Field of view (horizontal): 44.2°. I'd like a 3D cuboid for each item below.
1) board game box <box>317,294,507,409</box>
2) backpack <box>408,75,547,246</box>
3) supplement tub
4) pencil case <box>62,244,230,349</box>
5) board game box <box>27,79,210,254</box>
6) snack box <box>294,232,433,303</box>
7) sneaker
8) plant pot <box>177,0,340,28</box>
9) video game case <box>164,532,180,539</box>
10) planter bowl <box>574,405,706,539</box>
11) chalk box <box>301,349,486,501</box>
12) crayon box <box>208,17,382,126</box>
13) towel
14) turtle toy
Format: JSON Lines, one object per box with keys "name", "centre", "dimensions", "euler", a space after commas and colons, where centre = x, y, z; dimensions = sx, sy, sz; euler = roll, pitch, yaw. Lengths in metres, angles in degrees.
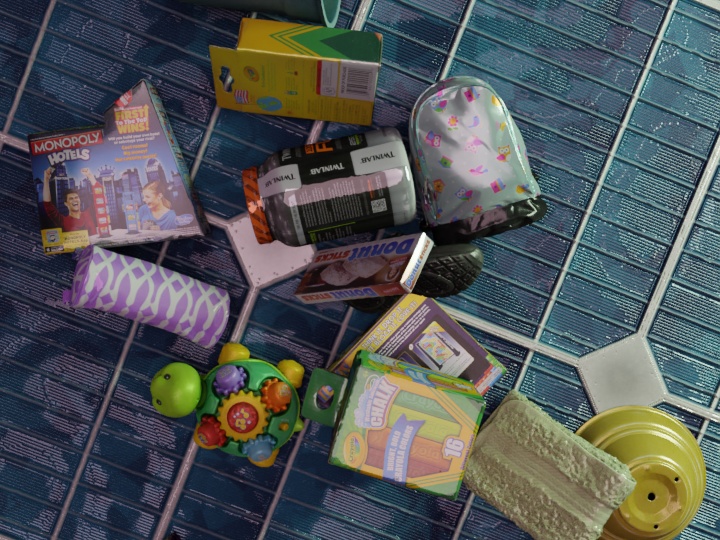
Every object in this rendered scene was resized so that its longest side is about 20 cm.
{"name": "board game box", "centre": [0.060, 0.140, 1.148], "dimensions": [0.165, 0.057, 0.200], "euler": [45, 92, -2]}
{"name": "backpack", "centre": [0.137, -0.140, 1.094], "dimensions": [0.167, 0.127, 0.200], "euler": [-18, 96, 0]}
{"name": "supplement tub", "centre": [-0.038, -0.099, 1.096], "dimensions": [0.200, 0.123, 0.123], "euler": [-12, 94, -1]}
{"name": "pencil case", "centre": [-0.261, 0.037, 1.093], "dimensions": [0.200, 0.084, 0.086], "euler": [21, 118, -23]}
{"name": "board game box", "centre": [-0.302, -0.131, 1.112], "dimensions": [0.200, 0.062, 0.200], "euler": [-6, 93, 0]}
{"name": "snack box", "centre": [0.000, 0.000, 1.068], "dimensions": [0.024, 0.200, 0.072], "euler": [43, 60, -29]}
{"name": "sneaker", "centre": [0.060, -0.012, 1.087], "dimensions": [0.200, 0.091, 0.076], "euler": [-12, 140, 34]}
{"name": "plant pot", "centre": [-0.128, -0.392, 1.051], "dimensions": [0.196, 0.200, 0.200], "euler": [4, 94, 7]}
{"name": "video game case", "centre": [-0.249, 0.481, 1.174], "dimensions": [0.181, 0.036, 0.200], "euler": [-41, 94, 3]}
{"name": "planter bowl", "centre": [0.365, 0.283, 1.150], "dimensions": [0.200, 0.083, 0.201], "euler": [0, 94, -1]}
{"name": "chalk box", "centre": [0.031, 0.174, 1.060], "dimensions": [0.200, 0.124, 0.125], "euler": [16, 93, -1]}
{"name": "crayon box", "centre": [-0.078, -0.242, 1.081], "dimensions": [0.200, 0.127, 0.051], "euler": [6, 65, -2]}
{"name": "towel", "centre": [0.231, 0.263, 1.131], "dimensions": [0.200, 0.036, 0.148], "euler": [34, 95, 26]}
{"name": "turtle toy", "centre": [-0.166, 0.170, 1.122], "dimensions": [0.200, 0.101, 0.146], "euler": [18, 93, -2]}
